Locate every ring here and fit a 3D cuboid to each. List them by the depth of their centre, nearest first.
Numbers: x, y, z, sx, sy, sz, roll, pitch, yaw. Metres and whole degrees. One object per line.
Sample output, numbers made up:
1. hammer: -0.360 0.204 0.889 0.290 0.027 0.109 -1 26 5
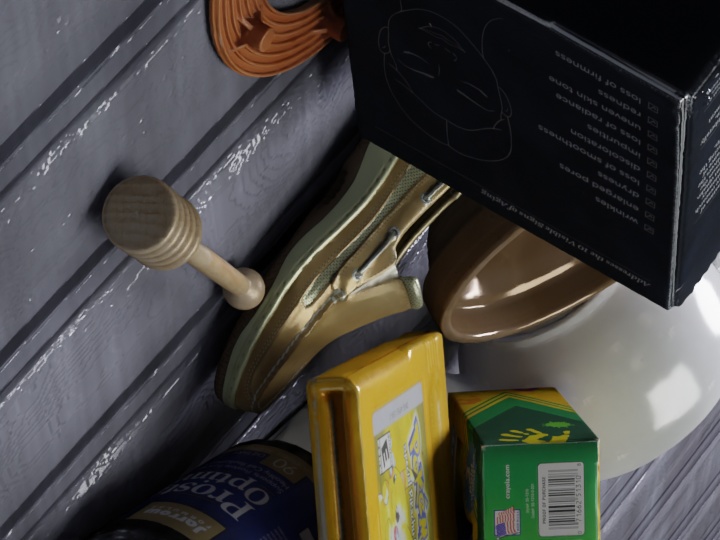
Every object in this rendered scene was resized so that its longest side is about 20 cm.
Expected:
1. ring: -0.005 -0.179 1.347 0.200 0.019 0.201 -49 158 -28

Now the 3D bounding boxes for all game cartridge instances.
1. game cartridge: 0.018 0.131 1.555 0.200 0.032 0.177 -21 108 -72

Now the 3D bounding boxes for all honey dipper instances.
1. honey dipper: -0.082 -0.007 1.391 0.038 0.038 0.200 -58 164 -4

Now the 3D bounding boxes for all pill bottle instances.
1. pill bottle: -0.091 0.173 1.506 0.200 0.112 0.112 -29 145 -55

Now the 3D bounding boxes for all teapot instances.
1. teapot: 0.140 0.026 1.805 0.146 0.197 0.200 54 38 -30

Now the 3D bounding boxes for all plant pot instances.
1. plant pot: 0.110 -0.050 1.655 0.201 0.093 0.201 -29 161 -11

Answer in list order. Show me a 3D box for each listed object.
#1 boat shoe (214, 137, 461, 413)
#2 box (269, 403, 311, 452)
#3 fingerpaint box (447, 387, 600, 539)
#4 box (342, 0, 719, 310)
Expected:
1. boat shoe: 0.000 0.000 1.517 0.200 0.076 0.072 -56 173 -5
2. box: -0.024 0.174 1.721 0.095 0.078 0.200 -41 154 -41
3. fingerpaint box: 0.095 0.182 1.668 0.167 0.073 0.200 -118 -153 -80
4. box: 0.103 -0.114 1.377 0.124 0.200 0.197 -51 159 -23
